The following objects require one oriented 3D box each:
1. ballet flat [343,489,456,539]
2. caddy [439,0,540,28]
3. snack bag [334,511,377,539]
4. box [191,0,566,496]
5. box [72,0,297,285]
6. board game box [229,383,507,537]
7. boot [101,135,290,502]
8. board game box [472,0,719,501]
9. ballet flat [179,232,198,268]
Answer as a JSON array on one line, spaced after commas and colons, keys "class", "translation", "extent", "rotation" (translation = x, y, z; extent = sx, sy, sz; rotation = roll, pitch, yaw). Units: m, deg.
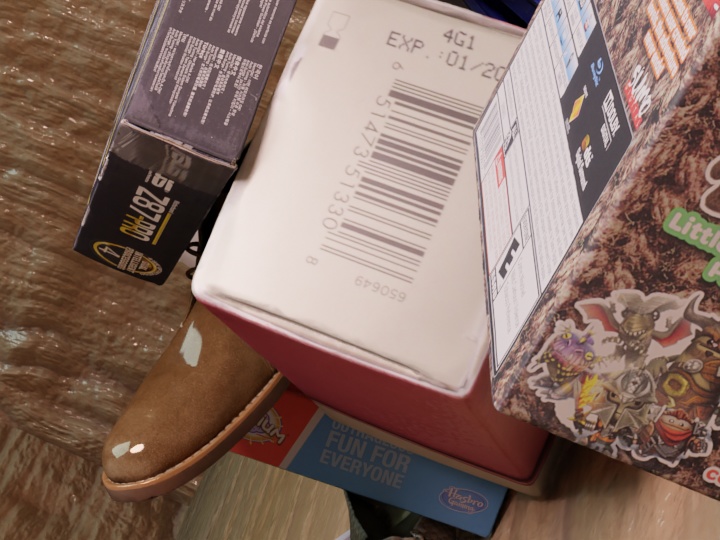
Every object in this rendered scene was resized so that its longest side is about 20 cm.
[{"class": "ballet flat", "translation": [0.016, 0.109, 0.822], "extent": [0.200, 0.067, 0.047], "rotation": [-92, -17, -63]}, {"class": "caddy", "translation": [0.080, -0.125, 0.686], "extent": [0.105, 0.200, 0.141], "rotation": [-49, 0, -22]}, {"class": "snack bag", "translation": [-0.042, 0.184, 0.914], "extent": [0.199, 0.021, 0.189], "rotation": [-35, -9, -24]}, {"class": "box", "translation": [0.033, -0.003, 0.637], "extent": [0.129, 0.108, 0.200], "rotation": [-67, -19, -10]}, {"class": "box", "translation": [-0.054, -0.110, 0.653], "extent": [0.161, 0.049, 0.202], "rotation": [132, 157, -68]}, {"class": "board game box", "translation": [0.002, 0.049, 0.846], "extent": [0.200, 0.152, 0.041], "rotation": [-81, 10, -69]}, {"class": "boot", "translation": [-0.059, 0.011, 0.707], "extent": [0.073, 0.076, 0.201], "rotation": [-3, 39, 39]}, {"class": "board game box", "translation": [0.115, -0.066, 0.423], "extent": [0.160, 0.096, 0.201], "rotation": [-87, 21, -60]}, {"class": "ballet flat", "translation": [0.000, 0.000, 0.825], "extent": [0.069, 0.198, 0.070], "rotation": [-32, 52, 53]}]
